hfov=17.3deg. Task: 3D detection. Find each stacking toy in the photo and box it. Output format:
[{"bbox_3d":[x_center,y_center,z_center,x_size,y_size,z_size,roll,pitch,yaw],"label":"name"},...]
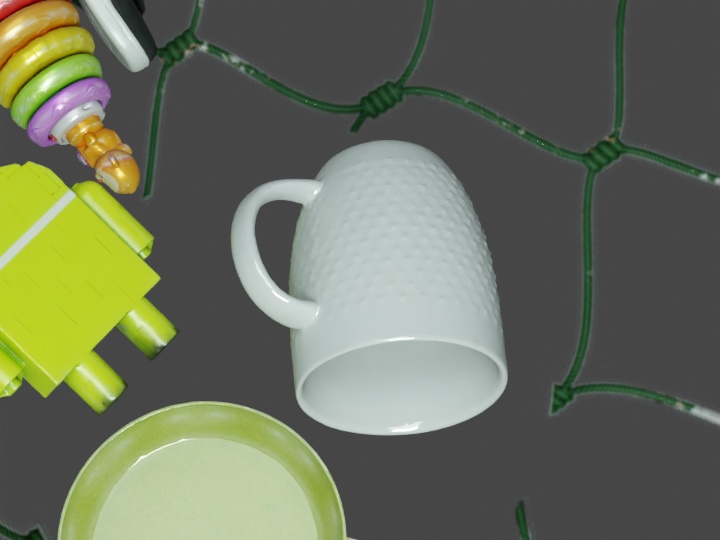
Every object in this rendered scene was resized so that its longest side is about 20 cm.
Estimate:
[{"bbox_3d":[-0.225,-0.135,1.746,0.110,0.116,0.200,-33,78,-11],"label":"stacking toy"}]

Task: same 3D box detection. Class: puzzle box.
[{"bbox_3d":[-0.112,0.229,1.645,0.199,0.025,0.134,12,72,7],"label":"puzzle box"}]

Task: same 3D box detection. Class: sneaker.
[{"bbox_3d":[-0.178,-0.255,1.801,0.112,0.073,0.200,-30,70,-6],"label":"sneaker"}]

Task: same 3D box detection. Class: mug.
[{"bbox_3d":[0.000,0.000,1.643,0.199,0.148,0.176,13,55,-29],"label":"mug"}]

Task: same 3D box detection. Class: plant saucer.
[{"bbox_3d":[-0.108,0.190,1.629,0.199,0.031,0.201,-1,70,3],"label":"plant saucer"}]

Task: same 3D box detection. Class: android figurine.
[{"bbox_3d":[-0.229,0.006,1.688,0.200,0.041,0.182,42,57,-3],"label":"android figurine"}]
